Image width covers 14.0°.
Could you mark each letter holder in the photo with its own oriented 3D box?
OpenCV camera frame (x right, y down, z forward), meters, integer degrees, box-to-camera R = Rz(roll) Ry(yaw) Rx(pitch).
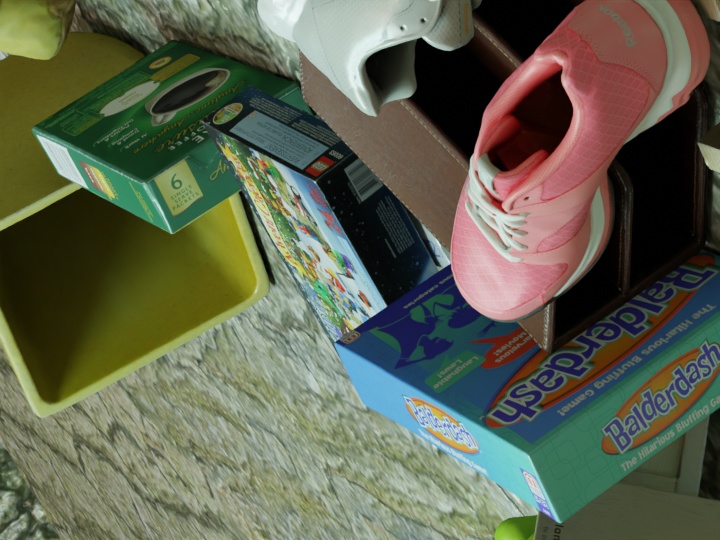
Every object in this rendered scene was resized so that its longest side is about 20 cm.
[{"bbox_3d":[0.065,-0.087,1.400,0.200,0.101,0.142,47,160,28],"label":"letter holder"}]

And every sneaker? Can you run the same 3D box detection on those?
[{"bbox_3d":[0.071,-0.048,1.268,0.074,0.087,0.200,47,137,20],"label":"sneaker"},{"bbox_3d":[0.032,-0.153,1.327,0.092,0.076,0.200,51,136,18],"label":"sneaker"}]

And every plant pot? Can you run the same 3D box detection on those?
[{"bbox_3d":[-0.213,-0.057,2.117,0.200,0.195,0.194,50,164,41],"label":"plant pot"}]

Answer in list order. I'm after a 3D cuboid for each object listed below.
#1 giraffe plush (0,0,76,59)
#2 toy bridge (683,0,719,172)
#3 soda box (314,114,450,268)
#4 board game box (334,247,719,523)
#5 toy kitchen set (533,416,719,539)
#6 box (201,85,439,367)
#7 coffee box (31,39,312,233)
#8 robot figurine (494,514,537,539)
[{"bbox_3d":[-0.268,-0.249,1.984,0.173,0.200,0.162,52,135,25],"label":"giraffe plush"},{"bbox_3d":[0.142,-0.123,1.236,0.067,0.027,0.200,26,147,55],"label":"toy bridge"},{"bbox_3d":[0.022,-0.053,1.647,0.063,0.068,0.200,61,164,-18],"label":"soda box"},{"bbox_3d":[0.098,0.037,1.452,0.200,0.152,0.045,27,147,58],"label":"board game box"},{"bbox_3d":[0.167,0.174,1.535,0.163,0.200,0.180,10,154,5],"label":"toy kitchen set"},{"bbox_3d":[0.000,0.000,1.626,0.137,0.038,0.200,28,152,57],"label":"box"},{"bbox_3d":[-0.121,-0.089,1.895,0.200,0.123,0.044,23,143,60],"label":"coffee box"},{"bbox_3d":[0.142,0.220,1.750,0.176,0.116,0.200,55,166,32],"label":"robot figurine"}]
